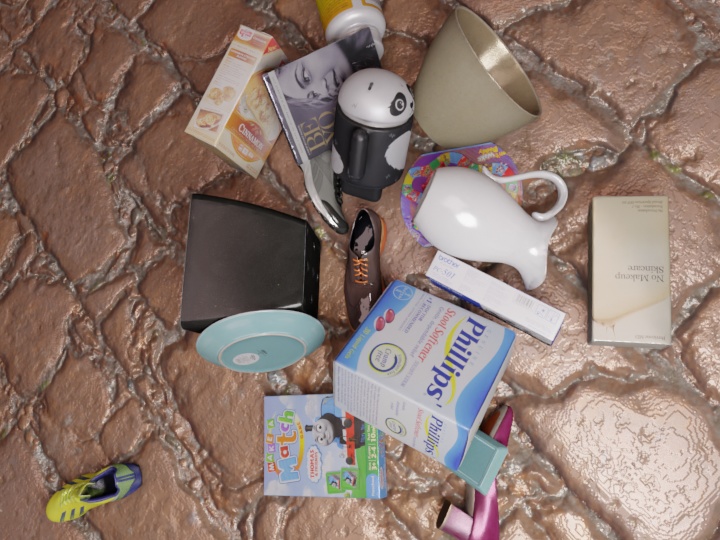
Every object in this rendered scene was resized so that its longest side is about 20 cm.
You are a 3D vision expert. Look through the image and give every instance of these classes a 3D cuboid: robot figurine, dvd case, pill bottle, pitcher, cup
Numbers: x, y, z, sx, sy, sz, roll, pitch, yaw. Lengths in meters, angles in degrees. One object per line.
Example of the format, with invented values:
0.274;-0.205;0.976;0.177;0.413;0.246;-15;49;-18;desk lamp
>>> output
0.019;-0.209;0.911;0.123;0.202;0.151;-9;43;-20;robot figurine
-0.045;-0.283;0.947;0.198;0.151;0.016;-30;27;-16;dvd case
-0.020;-0.459;1.018;0.107;0.109;0.204;-18;73;13;pill bottle
0.190;-0.090;0.840;0.197;0.121;0.174;25;81;-2;pitcher
0.159;-0.273;0.894;0.143;0.199;0.203;-36;68;34;cup

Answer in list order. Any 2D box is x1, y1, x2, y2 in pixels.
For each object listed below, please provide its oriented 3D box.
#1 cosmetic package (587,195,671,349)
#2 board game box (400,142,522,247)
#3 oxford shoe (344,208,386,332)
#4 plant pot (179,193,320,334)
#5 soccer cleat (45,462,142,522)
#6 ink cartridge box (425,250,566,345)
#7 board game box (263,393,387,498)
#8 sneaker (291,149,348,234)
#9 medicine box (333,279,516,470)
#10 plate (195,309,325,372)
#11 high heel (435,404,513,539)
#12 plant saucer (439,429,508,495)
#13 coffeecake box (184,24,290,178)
0.373;0.003;0.815;0.101;0.073;0.204;0;78;17;cosmetic package
0.156;-0.127;0.927;0.196;0.039;0.161;-6;77;16;board game box
0.000;0.000;0.933;0.070;0.072;0.204;-1;78;16;oxford shoe
-0.159;0.002;0.930;0.174;0.200;0.204;0;78;5;plant pot
-0.468;0.378;0.995;0.197;0.084;0.066;-24;73;12;soccer cleat
0.197;0.041;0.851;0.198;0.094;0.045;29;88;20;ink cartridge box
-0.058;0.270;0.907;0.196;0.037;0.154;-7;77;22;board game box
-0.057;-0.156;0.986;0.078;0.074;0.203;-22;72;6;sneaker
0.089;0.137;0.814;0.197;0.104;0.183;22;47;21;medicine box
-0.149;0.118;0.888;0.197;0.200;0.026;-20;59;12;plate
0.190;0.298;0.828;0.095;0.067;0.202;29;86;-3;high heel
0.113;0.235;0.838;0.198;0.019;0.071;26;87;42;plant saucer
-0.194;-0.286;1.012;0.072;0.153;0.203;26;87;20;coffeecake box
